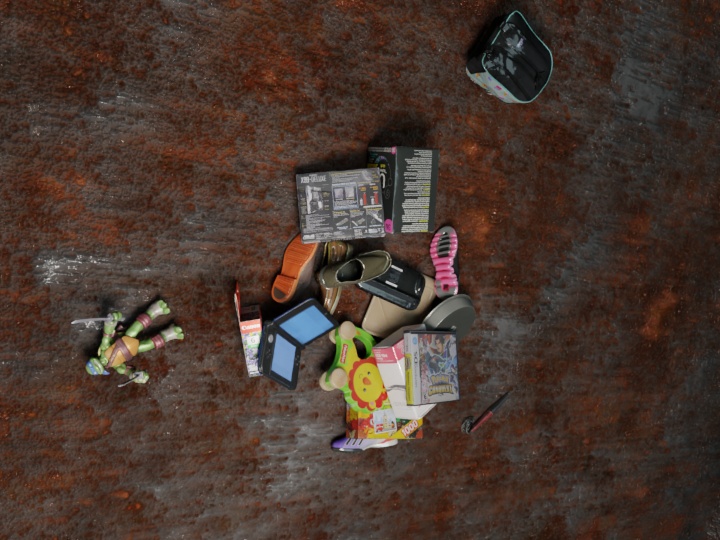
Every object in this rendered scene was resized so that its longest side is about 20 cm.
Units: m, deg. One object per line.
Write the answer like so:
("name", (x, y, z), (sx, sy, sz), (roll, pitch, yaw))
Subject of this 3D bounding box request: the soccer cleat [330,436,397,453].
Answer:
("soccer cleat", (0.010, 0.454, 1.529), (0.198, 0.068, 0.074), (-1, 83, -26))

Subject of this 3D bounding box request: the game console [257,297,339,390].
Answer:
("game console", (-0.139, 0.176, 1.301), (0.200, 0.117, 0.172), (54, 38, -60))

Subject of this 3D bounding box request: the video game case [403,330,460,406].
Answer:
("video game case", (0.185, 0.245, 1.422), (0.199, 0.025, 0.183), (7, 77, -44))

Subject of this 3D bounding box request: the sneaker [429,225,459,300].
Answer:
("sneaker", (0.243, -0.021, 1.539), (0.095, 0.078, 0.202), (-1, 92, -62))

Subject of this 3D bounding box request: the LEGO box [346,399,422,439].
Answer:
("LEGO box", (0.064, 0.372, 1.496), (0.198, 0.077, 0.150), (8, 74, -28))

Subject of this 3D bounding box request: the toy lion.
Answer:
("toy lion", (0.000, 0.252, 1.419), (0.191, 0.069, 0.201), (25, 60, -26))

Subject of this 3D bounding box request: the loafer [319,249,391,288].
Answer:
("loafer", (0.000, 0.000, 1.345), (0.199, 0.069, 0.076), (-21, 102, -29))

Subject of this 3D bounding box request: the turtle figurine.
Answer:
("turtle figurine", (-0.464, 0.150, 1.156), (0.144, 0.200, 0.194), (44, 53, 10))

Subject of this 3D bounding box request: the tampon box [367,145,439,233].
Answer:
("tampon box", (0.098, -0.200, 1.371), (0.125, 0.150, 0.202), (-3, 102, -26))

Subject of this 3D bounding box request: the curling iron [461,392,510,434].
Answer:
("curling iron", (0.393, 0.440, 1.732), (0.199, 0.026, 0.050), (-29, 116, -19))

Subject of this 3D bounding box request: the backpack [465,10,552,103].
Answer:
("backpack", (0.386, -0.532, 1.440), (0.199, 0.153, 0.177), (31, 89, -19))

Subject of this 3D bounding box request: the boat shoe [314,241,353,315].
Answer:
("boat shoe", (-0.082, 0.020, 1.381), (0.068, 0.072, 0.202), (18, 82, -27))

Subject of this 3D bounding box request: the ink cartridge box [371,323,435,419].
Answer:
("ink cartridge box", (0.129, 0.259, 1.440), (0.145, 0.084, 0.202), (-27, 100, -44))

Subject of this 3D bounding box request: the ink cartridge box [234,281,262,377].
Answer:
("ink cartridge box", (-0.249, 0.130, 1.290), (0.050, 0.109, 0.202), (-9, 106, -8))

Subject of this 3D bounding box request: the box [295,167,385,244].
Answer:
("box", (-0.047, -0.150, 1.305), (0.198, 0.050, 0.159), (-6, 87, -2))

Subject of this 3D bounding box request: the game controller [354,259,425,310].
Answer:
("game controller", (0.079, 0.027, 1.449), (0.199, 0.042, 0.105), (24, 72, -21))

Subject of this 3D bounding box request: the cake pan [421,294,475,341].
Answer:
("cake pan", (0.239, 0.154, 1.533), (0.199, 0.037, 0.201), (-25, 141, -23))

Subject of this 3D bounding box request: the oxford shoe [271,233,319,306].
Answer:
("oxford shoe", (-0.147, -0.009, 1.352), (0.201, 0.071, 0.073), (-63, 151, -9))

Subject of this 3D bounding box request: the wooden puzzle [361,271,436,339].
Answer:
("wooden puzzle", (0.107, 0.092, 1.510), (0.184, 0.037, 0.202), (22, 87, -28))
